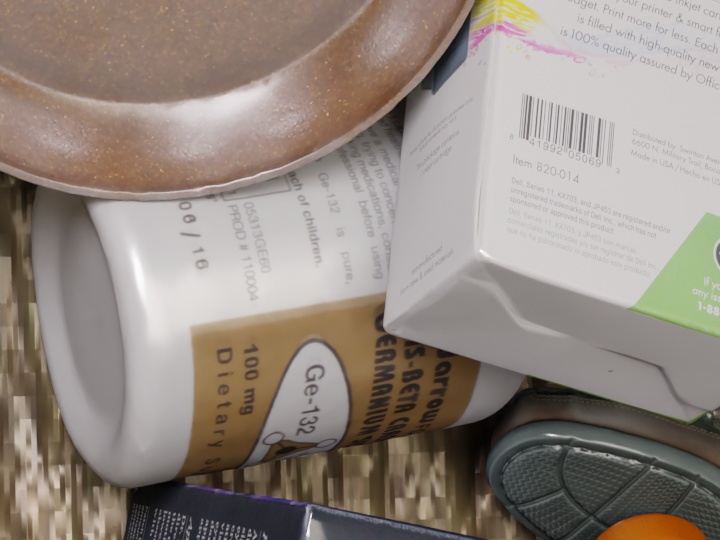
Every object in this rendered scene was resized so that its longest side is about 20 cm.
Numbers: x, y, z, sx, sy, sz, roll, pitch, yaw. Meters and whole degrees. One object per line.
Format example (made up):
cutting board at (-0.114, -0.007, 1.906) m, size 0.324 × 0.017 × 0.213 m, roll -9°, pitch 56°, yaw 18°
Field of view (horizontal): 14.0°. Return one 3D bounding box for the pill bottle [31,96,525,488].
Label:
pill bottle at (0.000, 0.000, 0.978) m, size 0.199 × 0.114 × 0.115 m, roll -10°, pitch 91°, yaw -21°

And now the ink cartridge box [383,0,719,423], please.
ink cartridge box at (0.079, -0.066, 0.934) m, size 0.116 × 0.067 × 0.201 m, roll 17°, pitch 62°, yaw -20°

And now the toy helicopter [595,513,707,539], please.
toy helicopter at (0.148, 0.175, 1.038) m, size 0.199 × 0.079 × 0.133 m, roll 16°, pitch 122°, yaw -18°

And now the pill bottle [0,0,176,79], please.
pill bottle at (-0.111, -0.117, 0.938) m, size 0.199 × 0.119 × 0.121 m, roll 13°, pitch 83°, yaw -19°

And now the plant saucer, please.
plant saucer at (-0.058, -0.113, 0.858) m, size 0.199 × 0.035 × 0.201 m, roll -6°, pitch 127°, yaw -8°

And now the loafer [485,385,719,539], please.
loafer at (0.131, 0.078, 1.059) m, size 0.199 × 0.072 × 0.063 m, roll 22°, pitch 48°, yaw -22°

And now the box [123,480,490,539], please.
box at (0.009, 0.133, 0.929) m, size 0.147 × 0.200 × 0.105 m, roll 14°, pitch 84°, yaw -20°
